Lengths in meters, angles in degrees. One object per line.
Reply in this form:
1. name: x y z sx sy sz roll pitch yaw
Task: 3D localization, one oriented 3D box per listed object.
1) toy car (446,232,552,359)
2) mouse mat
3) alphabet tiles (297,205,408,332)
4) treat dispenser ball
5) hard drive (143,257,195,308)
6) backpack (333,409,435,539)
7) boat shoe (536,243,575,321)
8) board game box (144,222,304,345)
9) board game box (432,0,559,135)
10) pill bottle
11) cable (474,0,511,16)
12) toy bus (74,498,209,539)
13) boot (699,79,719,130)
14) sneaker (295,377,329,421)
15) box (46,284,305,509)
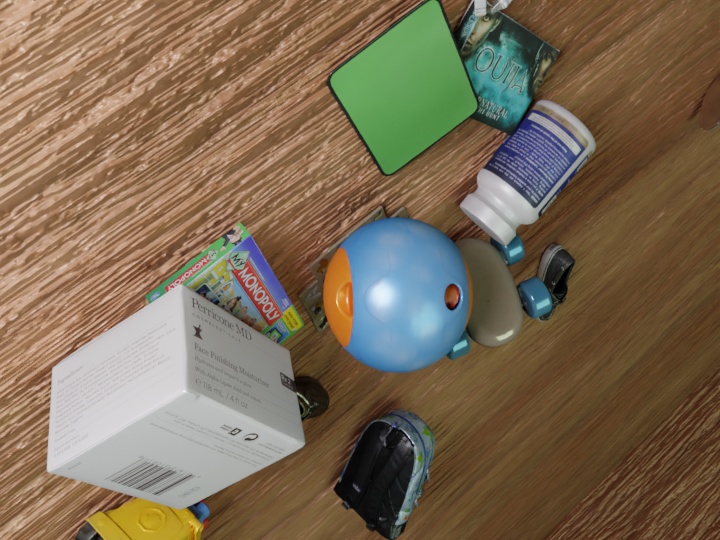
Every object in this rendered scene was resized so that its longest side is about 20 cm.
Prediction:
1. toy car: 0.185 0.050 1.201 0.182 0.179 0.200 -25 170 -8
2. mouse mat: 0.059 -0.215 0.879 0.160 0.008 0.200 -36 141 3
3. alphabet tiles: 0.000 0.000 1.049 0.199 0.006 0.167 -40 144 -12
4. treat dispenser ball: 0.050 0.032 0.952 0.199 0.201 0.203 -27 140 -26
5. hard drive: -0.194 0.082 0.904 0.132 0.026 0.200 -45 144 -4
6. backpack: 0.055 0.354 1.323 0.153 0.162 0.203 -22 131 -44
7. boat shoe: 0.385 0.037 1.443 0.068 0.057 0.202 -30 140 -24
8. board game box: -0.155 0.050 0.869 0.134 0.029 0.201 -39 144 -11
9. board game box: 0.181 -0.268 0.971 0.198 0.028 0.137 5 119 -48
10. pill bottle: 0.247 -0.143 1.081 0.201 0.116 0.116 -50 144 2
11. cable: 0.161 -0.411 0.784 0.200 0.069 0.201 -44 143 -8
12. toy bus: -0.293 0.400 1.026 0.191 0.135 0.202 -31 146 -48
13. boot: 0.778 -0.367 1.473 0.145 0.070 0.202 4 120 -50
14. sneaker: -0.098 0.201 1.071 0.071 0.075 0.199 -51 144 5
15. box: -0.201 0.150 0.800 0.198 0.132 0.199 -30 140 18
